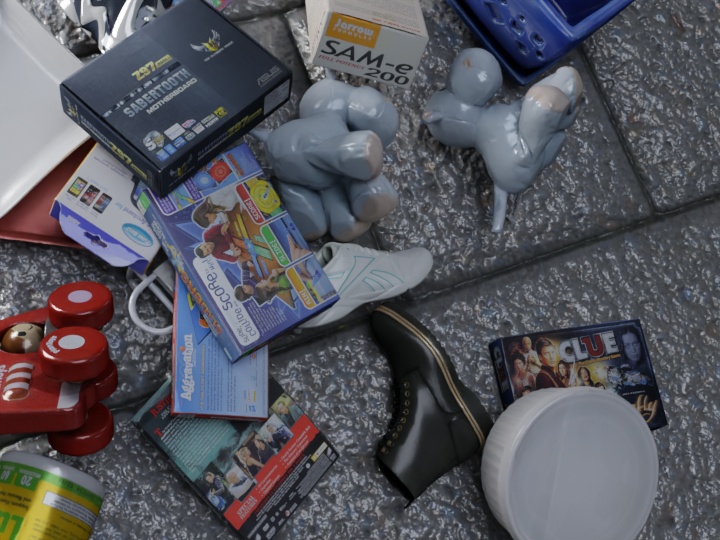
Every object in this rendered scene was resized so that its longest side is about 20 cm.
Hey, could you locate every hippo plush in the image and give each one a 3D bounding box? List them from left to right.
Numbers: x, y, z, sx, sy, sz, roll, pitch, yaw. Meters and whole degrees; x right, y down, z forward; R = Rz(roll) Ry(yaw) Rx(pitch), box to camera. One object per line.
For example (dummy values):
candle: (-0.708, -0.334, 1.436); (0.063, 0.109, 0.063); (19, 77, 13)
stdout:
hippo plush: (-0.037, -0.139, 1.393); (0.197, 0.161, 0.162); (13, 43, 9)
hippo plush: (0.166, -0.184, 1.473); (0.160, 0.202, 0.159); (31, 22, 13)

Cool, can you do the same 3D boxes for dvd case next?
dvd case: (-0.128, 0.178, 1.270); (0.201, 0.022, 0.146); (50, 63, -17)

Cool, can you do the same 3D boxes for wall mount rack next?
wall mount rack: (-0.156, 0.029, 1.316); (0.200, 0.075, 0.174); (-41, 84, -26)

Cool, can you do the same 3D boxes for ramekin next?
ramekin: (0.225, 0.223, 1.335); (0.200, 0.094, 0.206); (-2, 96, -23)

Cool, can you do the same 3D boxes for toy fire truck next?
toy fire truck: (-0.328, 0.095, 1.186); (0.165, 0.114, 0.201); (-1, 30, -8)

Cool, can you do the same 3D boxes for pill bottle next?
pill bottle: (-0.328, 0.285, 1.142); (0.110, 0.111, 0.202); (22, 66, -10)

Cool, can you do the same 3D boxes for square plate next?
square plate: (-0.391, -0.181, 1.288); (0.198, 0.028, 0.200); (44, 64, -1)

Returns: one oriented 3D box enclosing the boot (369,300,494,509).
boot: (0.046, 0.149, 1.342); (0.138, 0.077, 0.201); (-38, 86, -21)

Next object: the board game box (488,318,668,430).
board game box: (0.262, 0.137, 1.439); (0.197, 0.035, 0.137); (-7, 74, -21)

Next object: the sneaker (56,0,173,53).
sneaker: (-0.236, -0.281, 1.367); (0.130, 0.079, 0.199); (-44, 79, 2)

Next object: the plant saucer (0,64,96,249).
plant saucer: (-0.356, -0.121, 1.315); (0.197, 0.037, 0.203); (7, 70, -17)

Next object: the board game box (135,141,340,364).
board game box: (-0.128, -0.021, 1.260); (0.134, 0.034, 0.201); (-28, 82, -29)

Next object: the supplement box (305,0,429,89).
supplement box: (0.003, -0.310, 1.435); (0.124, 0.074, 0.201); (12, 36, -14)

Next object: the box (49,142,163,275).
box: (-0.243, -0.089, 1.287); (0.118, 0.041, 0.201); (33, 57, -7)

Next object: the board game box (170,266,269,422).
board game box: (-0.146, 0.056, 1.255); (0.102, 0.019, 0.203); (7, 68, -21)

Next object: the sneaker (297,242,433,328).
sneaker: (0.000, 0.000, 1.361); (0.198, 0.070, 0.081); (-21, 97, -31)

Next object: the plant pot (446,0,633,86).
plant pot: (0.229, -0.368, 1.522); (0.199, 0.180, 0.201); (-39, 87, -25)

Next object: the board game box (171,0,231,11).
board game box: (-0.229, -0.400, 1.451); (0.157, 0.039, 0.201); (-36, 86, -26)

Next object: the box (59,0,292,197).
box: (-0.194, -0.191, 1.273); (0.157, 0.051, 0.200); (40, 60, 18)
